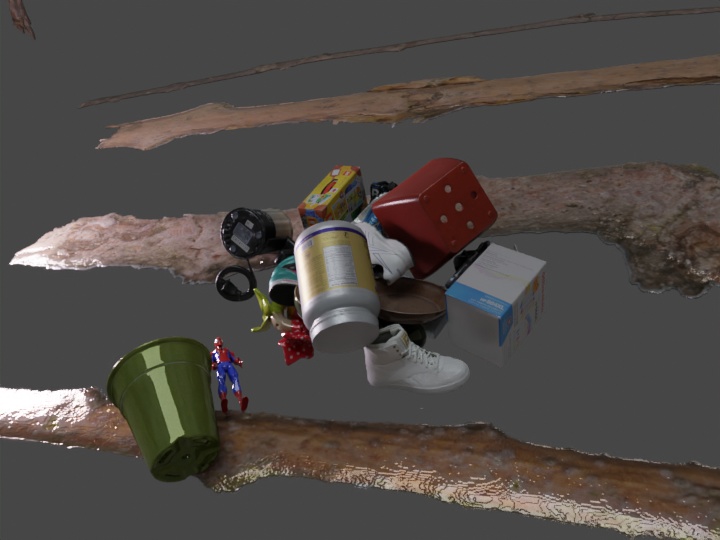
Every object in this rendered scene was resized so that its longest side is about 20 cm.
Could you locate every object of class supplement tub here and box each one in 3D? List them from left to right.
[{"bbox_3d":[-0.041,0.030,1.063,0.141,0.146,0.205,-13,60,2],"label":"supplement tub"}]

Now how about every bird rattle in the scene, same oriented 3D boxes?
[{"bbox_3d":[-0.138,0.099,1.244,0.197,0.116,0.161,21,33,34],"label":"bird rattle"}]

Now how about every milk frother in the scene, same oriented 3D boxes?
[{"bbox_3d":[-0.263,-0.043,1.448,0.199,0.182,0.188,-38,-5,15],"label":"milk frother"}]

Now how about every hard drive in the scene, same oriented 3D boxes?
[{"bbox_3d":[0.102,0.069,1.253,0.196,0.027,0.132,15,46,34],"label":"hard drive"}]

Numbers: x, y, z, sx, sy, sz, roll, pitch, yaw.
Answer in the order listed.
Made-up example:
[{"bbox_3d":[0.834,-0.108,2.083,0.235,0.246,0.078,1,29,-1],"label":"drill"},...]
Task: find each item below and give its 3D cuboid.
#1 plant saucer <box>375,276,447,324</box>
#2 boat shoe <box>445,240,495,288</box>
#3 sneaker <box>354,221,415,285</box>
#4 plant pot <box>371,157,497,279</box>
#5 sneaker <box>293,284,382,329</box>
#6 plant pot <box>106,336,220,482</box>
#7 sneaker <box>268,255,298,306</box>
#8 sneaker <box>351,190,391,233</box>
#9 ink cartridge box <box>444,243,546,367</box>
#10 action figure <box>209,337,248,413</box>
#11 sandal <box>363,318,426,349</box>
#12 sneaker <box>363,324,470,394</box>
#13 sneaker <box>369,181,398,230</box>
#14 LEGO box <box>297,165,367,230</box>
[{"bbox_3d":[0.087,0.062,1.168,0.194,0.038,0.201,4,18,-1],"label":"plant saucer"},{"bbox_3d":[0.231,-0.013,1.250,0.067,0.072,0.201,35,47,4],"label":"boat shoe"},{"bbox_3d":[0.025,-0.039,1.246,0.087,0.075,0.198,-45,43,-14],"label":"sneaker"},{"bbox_3d":[0.172,-0.119,1.240,0.198,0.202,0.176,-36,7,-15],"label":"plant pot"},{"bbox_3d":[-0.047,0.099,1.166,0.197,0.090,0.068,30,59,3],"label":"sneaker"},{"bbox_3d":[-0.335,0.260,1.049,0.196,0.203,0.191,-24,49,-13],"label":"plant pot"},{"bbox_3d":[-0.102,0.028,1.256,0.195,0.085,0.122,15,35,-21],"label":"sneaker"},{"bbox_3d":[0.034,-0.107,1.419,0.200,0.090,0.078,-46,-4,3],"label":"sneaker"},{"bbox_3d":[0.268,0.054,1.125,0.123,0.131,0.199,23,50,37],"label":"ink cartridge box"},{"bbox_3d":[-0.272,0.201,1.191,0.064,0.053,0.201,-4,30,-23],"label":"action figure"},{"bbox_3d":[0.045,0.119,1.182,0.196,0.082,0.057,11,18,27],"label":"sandal"},{"bbox_3d":[0.098,0.158,1.066,0.194,0.118,0.074,-2,36,15],"label":"sneaker"},{"bbox_3d":[0.032,-0.156,1.494,0.072,0.114,0.201,12,44,32],"label":"sneaker"},{"bbox_3d":[-0.062,-0.147,1.484,0.075,0.152,0.201,9,43,28],"label":"LEGO box"}]
